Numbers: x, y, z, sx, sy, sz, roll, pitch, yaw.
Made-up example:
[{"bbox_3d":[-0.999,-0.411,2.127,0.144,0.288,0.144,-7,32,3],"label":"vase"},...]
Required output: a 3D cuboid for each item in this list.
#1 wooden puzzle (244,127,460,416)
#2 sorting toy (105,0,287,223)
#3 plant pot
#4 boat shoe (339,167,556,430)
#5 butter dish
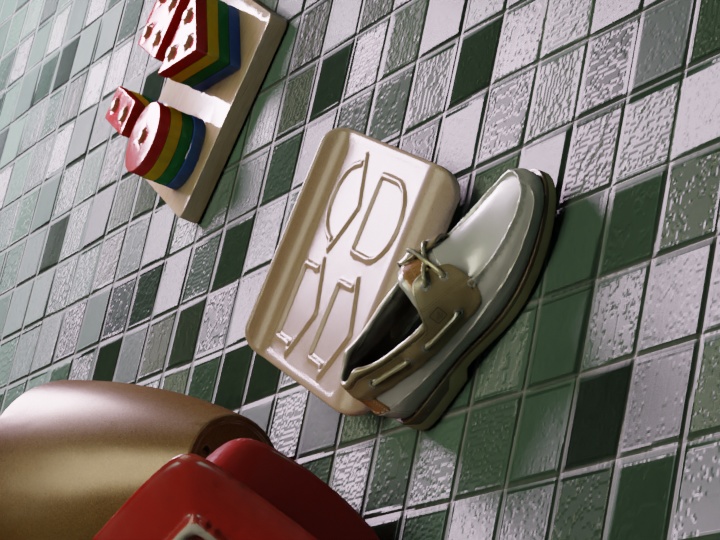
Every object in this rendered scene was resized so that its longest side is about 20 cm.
[{"bbox_3d":[0.000,0.000,1.716,0.200,0.046,0.186,28,97,62],"label":"wooden puzzle"},{"bbox_3d":[-0.164,-0.170,2.166,0.201,0.069,0.199,-65,24,8],"label":"sorting toy"},{"bbox_3d":[-0.159,0.166,1.780,0.199,0.186,0.187,-12,59,47],"label":"plant pot"},{"bbox_3d":[0.057,0.015,1.545,0.201,0.068,0.075,-60,25,19],"label":"boat shoe"},{"bbox_3d":[-0.066,0.192,1.573,0.200,0.199,0.148,-47,8,40],"label":"butter dish"}]
